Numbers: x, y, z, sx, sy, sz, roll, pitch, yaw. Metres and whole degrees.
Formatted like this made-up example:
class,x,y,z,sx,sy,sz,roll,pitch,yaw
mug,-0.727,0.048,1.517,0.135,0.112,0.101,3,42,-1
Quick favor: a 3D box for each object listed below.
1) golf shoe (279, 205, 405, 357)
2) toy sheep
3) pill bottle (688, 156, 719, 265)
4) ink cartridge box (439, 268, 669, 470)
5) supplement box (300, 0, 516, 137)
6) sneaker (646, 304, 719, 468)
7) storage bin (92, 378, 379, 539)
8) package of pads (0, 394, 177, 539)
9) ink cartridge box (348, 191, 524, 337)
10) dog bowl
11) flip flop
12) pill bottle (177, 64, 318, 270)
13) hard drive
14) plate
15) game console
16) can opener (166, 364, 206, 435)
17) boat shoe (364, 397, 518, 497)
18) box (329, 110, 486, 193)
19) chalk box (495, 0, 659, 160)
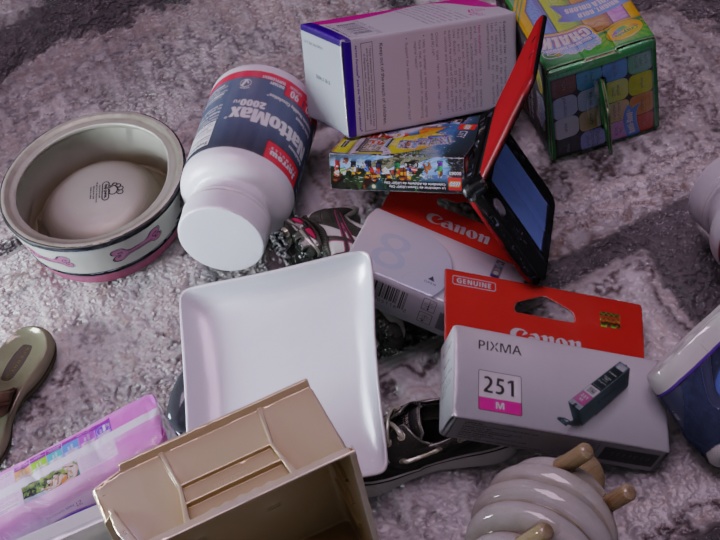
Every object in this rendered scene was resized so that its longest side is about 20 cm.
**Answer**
class,x,y,z,sx,sy,sz,roll,pitch,yaw
golf shoe,0.000,0.000,1.643,0.088,0.078,0.200,-25,48,-17
toy sheep,0.146,0.221,1.370,0.137,0.139,0.200,16,42,25
pill bottle,0.392,-0.021,1.544,0.112,0.113,0.200,-28,49,-12
ink cartridge box,0.170,0.077,1.490,0.198,0.044,0.175,10,56,-11
supplement box,0.051,-0.210,1.725,0.198,0.104,0.101,-14,23,-22
sneaker,0.359,0.085,1.442,0.200,0.081,0.147,-41,88,6
storage bin,-0.092,0.218,1.380,0.197,0.201,0.094,-24,46,-9
package of pads,-0.232,0.202,1.458,0.199,0.121,0.076,-29,40,2
ink cartridge box,0.085,-0.025,1.611,0.159,0.047,0.201,22,45,5
dog bowl,-0.271,-0.072,1.770,0.198,0.074,0.201,-7,47,7
flip flop,-0.358,0.124,1.624,0.080,0.058,0.201,12,52,23
pill bottle,-0.118,-0.103,1.727,0.118,0.120,0.201,1,47,14
hard drive,-0.202,0.242,1.430,0.199,0.133,0.027,-22,47,-8
plate,-0.067,0.098,1.515,0.198,0.032,0.202,-12,73,23
game console,0.167,-0.115,1.585,0.118,0.173,0.200,-31,16,22
can opener,-0.112,0.077,1.600,0.053,0.067,0.201,20,63,30
boat shoe,0.044,0.146,1.507,0.198,0.064,0.071,-14,47,0
box,0.061,-0.129,1.710,0.135,0.038,0.200,4,23,16
chalk box,0.231,-0.207,1.740,0.123,0.125,0.201,-18,48,-6
